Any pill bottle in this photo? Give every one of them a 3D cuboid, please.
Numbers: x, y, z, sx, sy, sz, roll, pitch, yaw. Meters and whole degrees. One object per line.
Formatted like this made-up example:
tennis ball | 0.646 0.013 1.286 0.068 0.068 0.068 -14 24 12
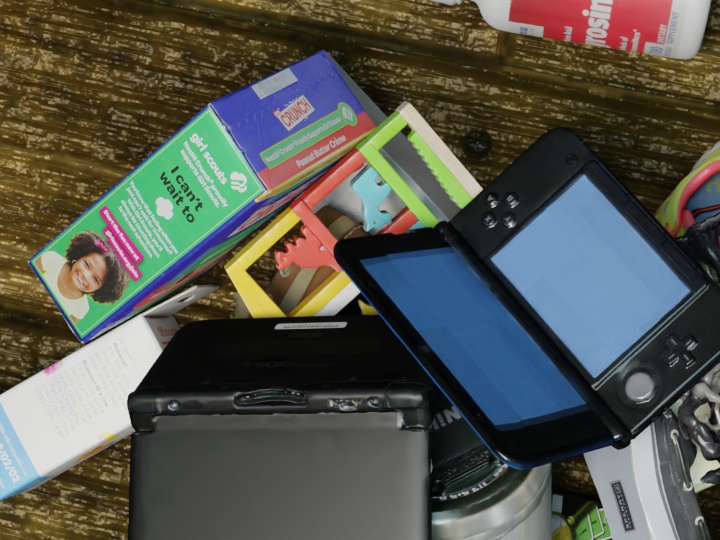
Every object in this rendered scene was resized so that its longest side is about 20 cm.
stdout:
pill bottle | 0.150 -0.219 1.454 0.198 0.112 0.113 10 90 6

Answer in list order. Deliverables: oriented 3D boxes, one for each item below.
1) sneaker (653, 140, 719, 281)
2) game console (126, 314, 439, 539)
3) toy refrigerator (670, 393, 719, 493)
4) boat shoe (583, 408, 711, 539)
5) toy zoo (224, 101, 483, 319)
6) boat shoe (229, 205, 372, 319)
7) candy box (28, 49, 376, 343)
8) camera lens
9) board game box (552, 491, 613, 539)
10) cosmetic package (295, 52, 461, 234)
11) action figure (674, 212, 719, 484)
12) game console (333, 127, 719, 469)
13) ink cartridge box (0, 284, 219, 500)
sneaker | 0.226 -0.012 1.454 0.078 0.090 0.201 32 93 4
game console | -0.040 0.115 1.312 0.198 0.176 0.117 -2 114 16
toy refrigerator | 0.274 0.100 1.454 0.199 0.076 0.070 -26 87 4
boat shoe | 0.201 0.132 1.393 0.066 0.070 0.202 -13 83 -29
toy zoo | 0.000 0.000 1.400 0.200 0.020 0.131 -42 102 -1
boat shoe | -0.056 0.037 1.478 0.074 0.076 0.200 45 110 14
candy box | -0.106 -0.052 1.412 0.200 0.169 0.077 -39 87 32
camera lens | 0.051 0.176 1.390 0.158 0.161 0.201 0 130 5
board game box | 0.145 0.261 1.457 0.023 0.104 0.202 5 89 -36
cosmetic package | 0.010 -0.055 1.484 0.200 0.051 0.083 48 115 4
action figure | 0.254 0.065 1.360 0.118 0.102 0.201 -24 85 -30
game console | 0.114 0.011 1.300 0.171 0.118 0.200 -42 64 5
ink cartridge box | -0.180 0.087 1.477 0.199 0.115 0.068 -30 87 5
